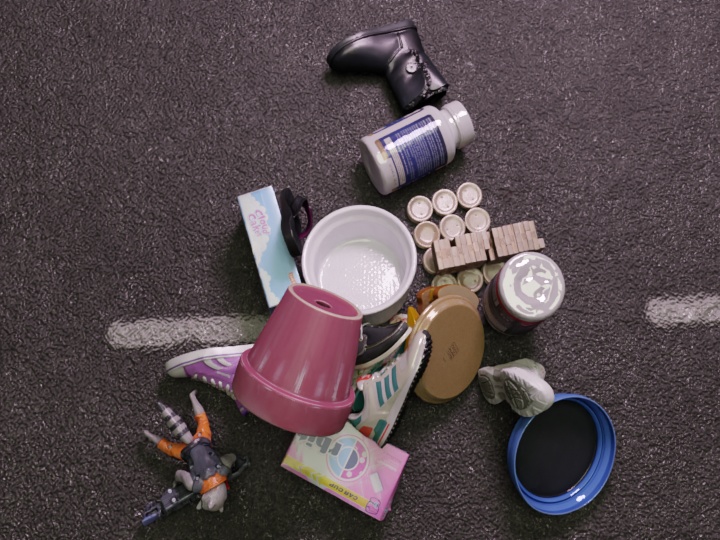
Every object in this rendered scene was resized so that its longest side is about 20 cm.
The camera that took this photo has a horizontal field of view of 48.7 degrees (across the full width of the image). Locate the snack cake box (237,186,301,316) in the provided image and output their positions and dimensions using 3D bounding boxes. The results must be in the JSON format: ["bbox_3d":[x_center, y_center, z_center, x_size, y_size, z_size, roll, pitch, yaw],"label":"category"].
[{"bbox_3d":[-0.154,-0.027,1.385,0.066,0.115,0.205,-16,77,-7],"label":"snack cake box"}]

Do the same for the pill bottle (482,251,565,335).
[{"bbox_3d":[0.267,0.048,1.344,0.107,0.200,0.114,1,76,-2],"label":"pill bottle"}]

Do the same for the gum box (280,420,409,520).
[{"bbox_3d":[-0.021,0.317,1.326,0.196,0.066,0.116,27,82,4],"label":"gum box"}]

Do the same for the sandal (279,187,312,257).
[{"bbox_3d":[-0.105,-0.085,1.360,0.047,0.202,0.077,-20,119,4],"label":"sandal"}]

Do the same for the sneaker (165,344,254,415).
[{"bbox_3d":[-0.231,0.190,1.351,0.195,0.073,0.118,-5,79,-4],"label":"sneaker"}]

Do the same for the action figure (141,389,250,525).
[{"bbox_3d":[-0.288,0.318,1.295,0.198,0.106,0.194,-33,64,-21],"label":"action figure"}]

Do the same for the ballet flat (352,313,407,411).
[{"bbox_3d":[0.032,0.156,1.383,0.063,0.076,0.200,29,68,37],"label":"ballet flat"}]

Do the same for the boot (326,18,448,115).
[{"bbox_3d":[0.053,-0.370,1.501,0.196,0.077,0.171,-21,74,-14],"label":"boot"}]

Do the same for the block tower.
[{"bbox_3d":[0.225,-0.041,1.423,0.194,0.054,0.059,-10,77,-6],"label":"block tower"}]

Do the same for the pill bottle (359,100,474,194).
[{"bbox_3d":[0.104,-0.229,1.451,0.196,0.111,0.113,-27,78,-9],"label":"pill bottle"}]

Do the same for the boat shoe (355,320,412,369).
[{"bbox_3d":[0.002,0.119,1.318,0.068,0.198,0.072,55,45,-12],"label":"boat shoe"}]

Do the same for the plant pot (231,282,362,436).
[{"bbox_3d":[-0.083,0.129,1.245,0.196,0.200,0.183,23,101,3],"label":"plant pot"}]

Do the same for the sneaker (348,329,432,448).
[{"bbox_3d":[0.042,0.177,1.273,0.092,0.070,0.204,26,101,14],"label":"sneaker"}]

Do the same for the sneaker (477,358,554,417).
[{"bbox_3d":[0.274,0.181,1.319,0.097,0.199,0.080,-20,99,-16],"label":"sneaker"}]

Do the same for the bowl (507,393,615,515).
[{"bbox_3d":[0.333,0.303,1.327,0.195,0.039,0.207,-3,100,-18],"label":"bowl"}]

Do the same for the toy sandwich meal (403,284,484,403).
[{"bbox_3d":[0.136,0.124,1.368,0.201,0.070,0.211,-10,105,-37],"label":"toy sandwich meal"}]

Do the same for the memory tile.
[{"bbox_3d":[0.176,-0.054,1.460,0.149,0.017,0.205,-16,78,-7],"label":"memory tile"}]

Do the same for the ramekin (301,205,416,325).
[{"bbox_3d":[0.000,0.000,1.379,0.194,0.098,0.206,-1,65,3],"label":"ramekin"}]
